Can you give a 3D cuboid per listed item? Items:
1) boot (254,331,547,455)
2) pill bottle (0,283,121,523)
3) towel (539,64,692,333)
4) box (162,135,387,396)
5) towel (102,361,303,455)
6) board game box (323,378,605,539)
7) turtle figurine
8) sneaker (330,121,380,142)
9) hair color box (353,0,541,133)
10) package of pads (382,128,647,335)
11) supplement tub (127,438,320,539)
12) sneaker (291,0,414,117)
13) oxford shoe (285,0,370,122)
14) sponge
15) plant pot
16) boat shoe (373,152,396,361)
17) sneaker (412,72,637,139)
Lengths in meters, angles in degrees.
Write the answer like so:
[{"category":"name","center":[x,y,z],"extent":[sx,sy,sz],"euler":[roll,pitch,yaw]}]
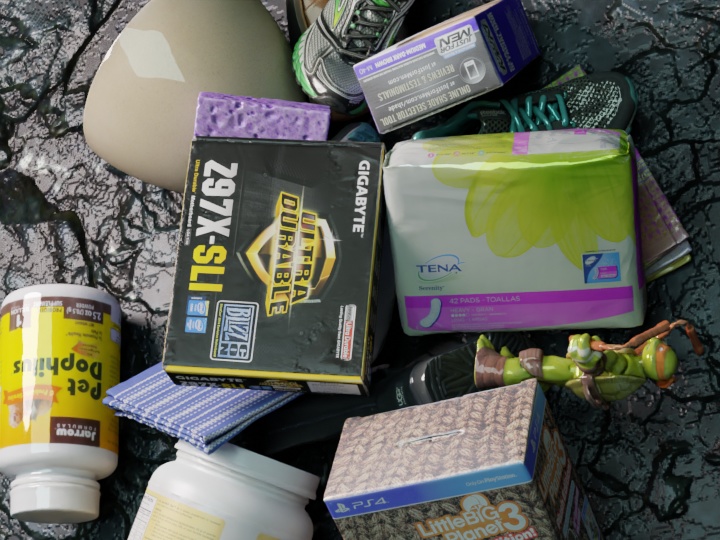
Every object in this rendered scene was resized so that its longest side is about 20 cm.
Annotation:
[{"category":"boot","center":[0.033,0.105,1.534],"extent":[0.200,0.164,0.066],"euler":[-21,77,42]},{"category":"pill bottle","center":[-0.269,0.120,1.657],"extent":[0.109,0.109,0.201],"euler":[-8,72,22]},{"category":"towel","center":[0.175,-0.058,1.556],"extent":[0.143,0.023,0.201],"euler":[-33,63,14]},{"category":"box","center":[-0.064,-0.005,1.468],"extent":[0.159,0.049,0.201],"euler":[3,70,9]},{"category":"towel","center":[-0.116,0.098,1.556],"extent":[0.144,0.024,0.200],"euler":[-29,21,-26]},{"category":"board game box","center":[0.088,0.202,1.410],"extent":[0.159,0.201,0.097],"euler":[-14,30,21]},{"category":"turtle figurine","center":[0.179,0.075,1.422],"extent":[0.161,0.200,0.065],"euler":[-6,87,27]},{"category":"sneaker","center":[-0.061,-0.053,1.636],"extent":[0.091,0.078,0.200],"euler":[32,84,39]},{"category":"hair color box","center":[0.075,-0.174,1.534],"extent":[0.109,0.200,0.065],"euler":[-21,99,18]},{"category":"package of pads","center":[0.122,-0.032,1.469],"extent":[0.199,0.068,0.155],"euler":[-3,111,10]},{"category":"supplement tub","center":[-0.124,0.244,1.533],"extent":[0.145,0.145,0.201],"euler":[17,82,28]},{"category":"sneaker","center":[0.000,-0.219,1.605],"extent":[0.085,0.078,0.201],"euler":[-44,25,53]},{"category":"oxford shoe","center":[-0.030,-0.221,1.684],"extent":[0.071,0.071,0.201],"euler":[-10,69,-7]},{"category":"sponge","center":[-0.092,-0.045,1.556],"extent":[0.111,0.030,0.201],"euler":[8,104,-2]},{"category":"plant pot","center":[-0.125,-0.142,1.628],"extent":[0.134,0.200,0.201],"euler":[39,93,19]},{"category":"boat shoe","center":[0.000,0.000,1.589],"extent":[0.071,0.091,0.201],"euler":[17,116,-10]},{"category":"sneaker","center":[0.129,-0.111,1.520],"extent":[0.199,0.091,0.078],"euler":[-24,67,17]}]
